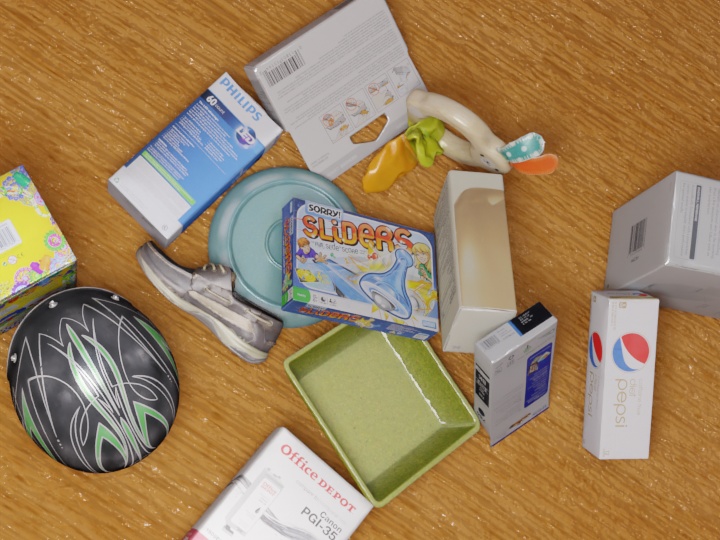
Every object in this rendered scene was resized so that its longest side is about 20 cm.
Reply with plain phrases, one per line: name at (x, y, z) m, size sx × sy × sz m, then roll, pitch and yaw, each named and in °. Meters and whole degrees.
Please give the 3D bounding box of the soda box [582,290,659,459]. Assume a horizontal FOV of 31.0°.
soda box at (0.319, 0.128, 1.597) m, size 0.067 × 0.064 × 0.202 m, roll 1°, pitch 97°, yaw -11°

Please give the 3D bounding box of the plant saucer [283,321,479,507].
plant saucer at (0.019, 0.156, 1.541) m, size 0.199 × 0.048 × 0.201 m, roll -31°, pitch 86°, yaw -39°

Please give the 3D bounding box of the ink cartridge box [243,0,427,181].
ink cartridge box at (-0.023, -0.232, 1.644) m, size 0.199 × 0.045 × 0.177 m, roll -35°, pitch 112°, yaw -17°

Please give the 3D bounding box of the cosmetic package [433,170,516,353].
cosmetic package at (0.136, -0.010, 1.565) m, size 0.070 × 0.105 × 0.201 m, roll 4°, pitch 57°, yaw -8°

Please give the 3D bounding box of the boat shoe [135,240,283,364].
boat shoe at (-0.175, 0.025, 1.534) m, size 0.200 × 0.075 × 0.073 m, roll 40°, pitch 92°, yaw -11°

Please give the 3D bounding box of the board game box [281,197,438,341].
board game box at (0.000, 0.000, 1.554) m, size 0.199 × 0.034 × 0.137 m, roll 13°, pitch 60°, yaw -27°

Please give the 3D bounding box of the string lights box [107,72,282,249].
string lights box at (-0.200, -0.134, 1.575) m, size 0.103 × 0.059 × 0.200 m, roll 45°, pitch 73°, yaw 0°

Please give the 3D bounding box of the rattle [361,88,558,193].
rattle at (0.121, -0.128, 1.593) m, size 0.199 × 0.131 × 0.143 m, roll 33°, pitch 60°, yaw 16°

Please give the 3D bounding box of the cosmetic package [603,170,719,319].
cosmetic package at (0.436, -0.024, 1.616) m, size 0.198 × 0.199 × 0.124 m, roll 12°, pitch 76°, yaw -9°

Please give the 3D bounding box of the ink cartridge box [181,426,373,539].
ink cartridge box at (-0.104, 0.301, 1.489) m, size 0.146 × 0.083 × 0.200 m, roll 40°, pitch 73°, yaw -1°

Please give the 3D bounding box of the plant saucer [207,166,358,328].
plant saucer at (-0.087, -0.031, 1.588) m, size 0.198 × 0.027 × 0.202 m, roll 2°, pitch 82°, yaw -13°

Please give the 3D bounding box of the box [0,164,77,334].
box at (-0.427, 0.006, 1.427) m, size 0.199 × 0.193 × 0.123 m, roll -30°, pitch 86°, yaw -17°

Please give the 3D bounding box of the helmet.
helmet at (-0.293, 0.123, 1.430) m, size 0.198 × 0.191 × 0.202 m, roll 3°, pitch 78°, yaw -12°

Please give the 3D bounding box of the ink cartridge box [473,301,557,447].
ink cartridge box at (0.183, 0.127, 1.550) m, size 0.099 × 0.201 × 0.039 m, roll -31°, pitch 56°, yaw -18°
